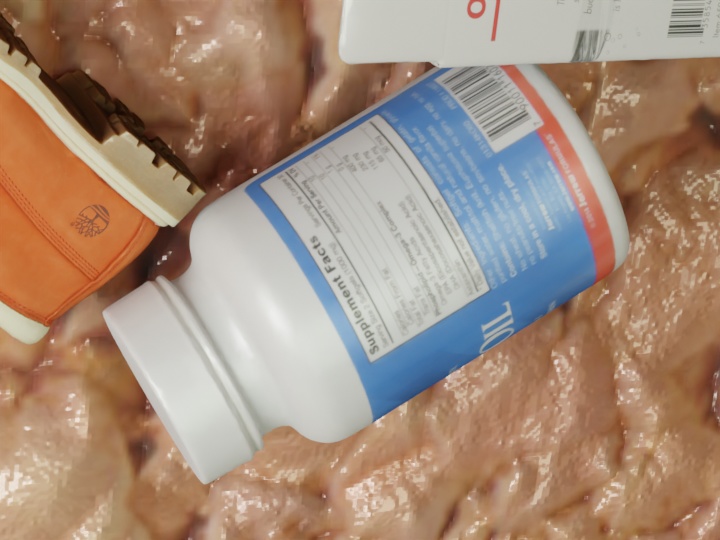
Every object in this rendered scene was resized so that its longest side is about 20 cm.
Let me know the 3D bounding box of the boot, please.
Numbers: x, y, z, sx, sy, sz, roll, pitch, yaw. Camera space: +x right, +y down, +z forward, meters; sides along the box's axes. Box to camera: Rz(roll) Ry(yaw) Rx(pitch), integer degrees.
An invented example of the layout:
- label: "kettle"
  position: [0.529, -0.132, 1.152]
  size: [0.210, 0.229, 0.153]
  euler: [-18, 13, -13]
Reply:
- label: "boot"
  position: [-0.160, -0.051, 0.926]
  size: [0.107, 0.075, 0.200]
  euler: [-44, 124, 6]

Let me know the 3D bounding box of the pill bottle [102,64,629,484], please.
- label: "pill bottle"
  position: [0.000, 0.000, 0.995]
  size: [0.199, 0.112, 0.113]
  euler: [-31, 121, -7]

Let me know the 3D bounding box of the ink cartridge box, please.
- label: "ink cartridge box"
  position: [0.075, -0.145, 0.953]
  size: [0.199, 0.067, 0.117]
  euler: [-3, 114, -24]
